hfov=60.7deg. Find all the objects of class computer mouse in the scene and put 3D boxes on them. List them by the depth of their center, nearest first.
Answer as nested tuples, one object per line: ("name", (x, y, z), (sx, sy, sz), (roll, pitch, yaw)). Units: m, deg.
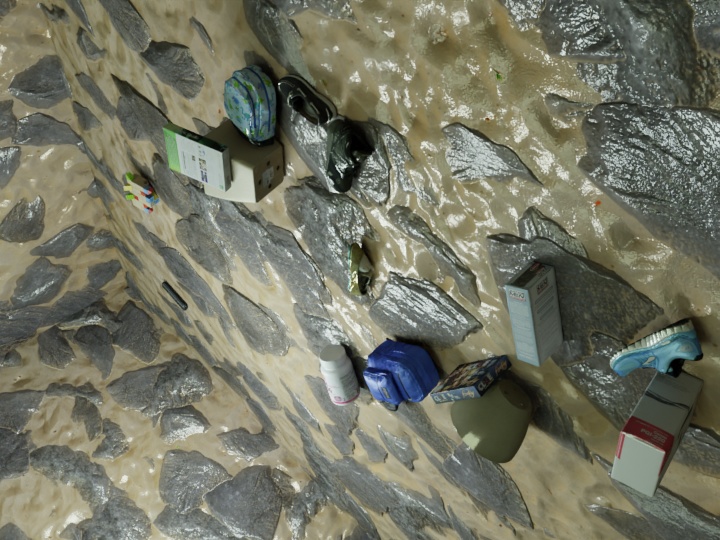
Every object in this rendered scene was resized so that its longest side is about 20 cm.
("computer mouse", (0.101, 0.368, 2.017), (0.140, 0.046, 0.201), (-15, 103, 52))

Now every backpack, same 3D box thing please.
("backpack", (-0.299, -0.458, 1.678), (0.163, 0.153, 0.200), (51, 137, 18))
("backpack", (0.125, 0.312, 1.811), (0.199, 0.168, 0.163), (-2, 125, 50))

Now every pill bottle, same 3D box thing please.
("pill bottle", (-0.076, 0.370, 2.184), (0.113, 0.113, 0.201), (17, 133, 45))

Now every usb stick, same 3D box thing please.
("usb stick", (-0.988, 0.136, 3.270), (0.200, 0.033, 0.056), (43, 154, 17))

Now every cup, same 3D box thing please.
("cup", (0.350, 0.360, 1.555), (0.200, 0.200, 0.144), (43, 119, 17))

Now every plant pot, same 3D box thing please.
("plant pot", (-0.336, -0.316, 1.814), (0.176, 0.200, 0.200), (27, 141, 19))

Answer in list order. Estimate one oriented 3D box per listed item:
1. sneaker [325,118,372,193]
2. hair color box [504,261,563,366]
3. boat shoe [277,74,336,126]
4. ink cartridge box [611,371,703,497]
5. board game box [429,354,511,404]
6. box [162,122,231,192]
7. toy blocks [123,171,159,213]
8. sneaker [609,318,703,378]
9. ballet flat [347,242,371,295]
("sneaker", (-0.030, -0.267, 1.540), (0.114, 0.076, 0.200), (39, 141, 35))
("hair color box", (0.375, 0.094, 1.320), (0.060, 0.099, 0.201), (17, 133, 46))
("boat shoe", (-0.149, -0.429, 1.558), (0.200, 0.060, 0.074), (41, 148, 21))
("ink cartridge box", (0.564, 0.302, 1.168), (0.084, 0.200, 0.146), (22, 137, 33))
("board game box", (0.283, 0.285, 1.595), (0.035, 0.135, 0.200), (55, 148, -2))
("box", (-0.457, -0.318, 1.727), (0.199, 0.036, 0.145), (23, 140, 12))
("toy blocks", (-0.958, -0.333, 2.731), (0.136, 0.100, 0.201), (28, 141, 18))
("sneaker", (0.552, 0.168, 1.154), (0.090, 0.078, 0.200), (64, 152, 16))
("ballet flat", (0.000, 0.000, 1.780), (0.071, 0.071, 0.201), (35, 143, 28))
